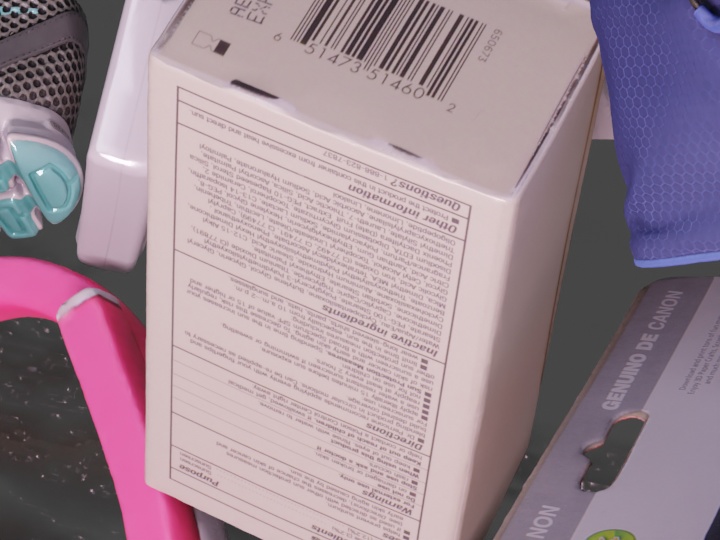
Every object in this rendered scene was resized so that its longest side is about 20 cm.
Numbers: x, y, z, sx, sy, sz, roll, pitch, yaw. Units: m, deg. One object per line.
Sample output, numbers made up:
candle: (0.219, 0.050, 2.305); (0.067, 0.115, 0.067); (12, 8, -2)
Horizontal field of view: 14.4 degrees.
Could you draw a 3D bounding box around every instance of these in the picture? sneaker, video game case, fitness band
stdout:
sneaker: (-0.175, -0.063, 0.968); (0.199, 0.078, 0.092); (3, 62, 21)
video game case: (-0.054, -0.101, 0.853); (0.024, 0.200, 0.183); (13, 81, -4)
fitness band: (-0.115, 0.087, 0.898); (0.143, 0.037, 0.201); (-31, 58, 17)

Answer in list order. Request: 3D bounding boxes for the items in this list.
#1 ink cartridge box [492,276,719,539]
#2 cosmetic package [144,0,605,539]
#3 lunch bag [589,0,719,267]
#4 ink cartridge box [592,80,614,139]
ink cartridge box: (0.133, 0.081, 0.715); (0.175, 0.200, 0.084); (1, 118, 24)
cosmetic package: (0.000, 0.000, 0.781); (0.103, 0.200, 0.073); (23, 56, 11)
lunch bag: (0.143, -0.079, 0.684); (0.136, 0.199, 0.133); (-4, 95, 58)
ink cartridge box: (0.039, -0.151, 0.844); (0.084, 0.146, 0.201); (2, 78, 18)
